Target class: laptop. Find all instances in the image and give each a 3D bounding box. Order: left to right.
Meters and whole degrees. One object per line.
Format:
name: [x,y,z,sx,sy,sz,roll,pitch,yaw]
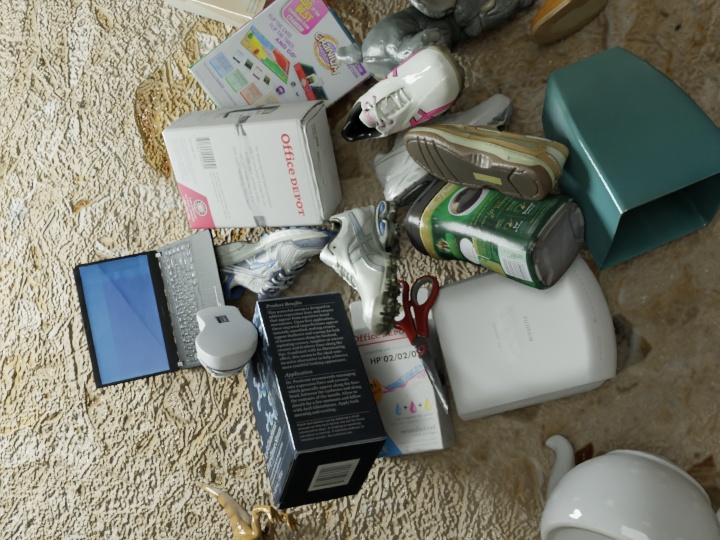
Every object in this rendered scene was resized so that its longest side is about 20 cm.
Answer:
laptop: [-0.280,0.054,1.099,0.200,0.103,0.178,-15,86,42]

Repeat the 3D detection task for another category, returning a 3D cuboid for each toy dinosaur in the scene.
toy dinosaur: [-0.144,0.337,1.056,0.106,0.060,0.200,-37,73,14]

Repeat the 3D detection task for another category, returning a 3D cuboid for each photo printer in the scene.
photo printer: [0.194,0.074,0.959,0.199,0.069,0.167,-17,78,17]

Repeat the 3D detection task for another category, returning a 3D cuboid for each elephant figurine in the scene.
elephant figurine: [0.099,-0.312,1.021,0.141,0.155,0.200,-1,57,59]

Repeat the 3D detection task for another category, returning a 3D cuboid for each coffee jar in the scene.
coffee jar: [0.150,-0.049,0.944,0.200,0.085,0.104,19,57,44]

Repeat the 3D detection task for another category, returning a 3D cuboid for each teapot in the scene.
teapot: [0.301,0.261,0.860,0.200,0.197,0.146,41,60,-2]

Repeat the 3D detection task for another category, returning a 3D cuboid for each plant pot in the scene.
plant pot: [0.291,-0.137,0.901,0.141,0.141,0.200,-22,65,-4]

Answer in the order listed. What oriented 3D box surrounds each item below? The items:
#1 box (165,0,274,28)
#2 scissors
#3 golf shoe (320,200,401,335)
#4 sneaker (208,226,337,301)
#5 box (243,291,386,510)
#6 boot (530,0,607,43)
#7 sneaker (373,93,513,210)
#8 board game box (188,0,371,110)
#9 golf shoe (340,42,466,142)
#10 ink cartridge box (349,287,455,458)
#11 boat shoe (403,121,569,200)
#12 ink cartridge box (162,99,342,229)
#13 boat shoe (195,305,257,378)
box: [-0.192,-0.404,1.149,0.199,0.078,0.095,21,92,20]
scissors: [0.065,0.086,0.938,0.073,0.014,0.201,-21,48,22]
golf shoe: [0.000,0.000,0.971,0.097,0.078,0.200,-3,42,4]
sneaker: [-0.110,-0.005,1.082,0.199,0.077,0.086,-14,84,27]
box: [-0.061,0.150,0.956,0.107,0.149,0.200,-5,53,-20]
boot: [0.258,-0.386,0.999,0.201,0.071,0.144,-38,67,9]
sneaker: [0.095,-0.169,1.022,0.200,0.078,0.100,-35,70,12]
board game box: [-0.103,-0.268,1.083,0.200,0.040,0.153,-33,106,13]
golf shoe: [0.047,-0.191,0.933,0.092,0.200,0.073,-42,99,-24]
ink cartridge box: [0.041,0.125,1.009,0.115,0.068,0.201,-12,79,18]
boat shoe: [0.143,-0.137,0.926,0.200,0.072,0.076,24,65,35]
ink cartridge box: [-0.136,-0.137,1.063,0.199,0.085,0.146,1,120,21]
boat shoe: [-0.163,0.095,0.968,0.072,0.200,0.066,-8,103,-17]
